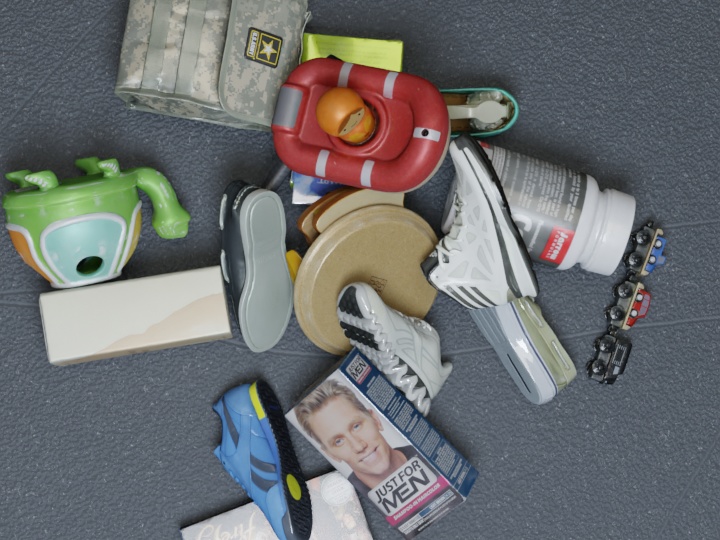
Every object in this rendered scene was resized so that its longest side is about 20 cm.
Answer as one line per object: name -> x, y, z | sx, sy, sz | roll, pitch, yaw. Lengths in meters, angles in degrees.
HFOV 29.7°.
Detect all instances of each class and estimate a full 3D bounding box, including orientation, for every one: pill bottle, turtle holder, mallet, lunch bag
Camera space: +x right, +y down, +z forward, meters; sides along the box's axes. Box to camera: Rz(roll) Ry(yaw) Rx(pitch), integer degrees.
pill bottle -> 0.202, -0.067, 1.541 | 0.200, 0.114, 0.114 | 17, 83, -2
turtle holder -> -0.300, -0.057, 1.506 | 0.185, 0.141, 0.132 | -18, 103, -45
mallet -> -0.071, -0.155, 1.527 | 0.066, 0.041, 0.200 | 43, 89, 4
lunch bag -> -0.162, -0.251, 1.530 | 0.200, 0.118, 0.164 | 9, 85, 0

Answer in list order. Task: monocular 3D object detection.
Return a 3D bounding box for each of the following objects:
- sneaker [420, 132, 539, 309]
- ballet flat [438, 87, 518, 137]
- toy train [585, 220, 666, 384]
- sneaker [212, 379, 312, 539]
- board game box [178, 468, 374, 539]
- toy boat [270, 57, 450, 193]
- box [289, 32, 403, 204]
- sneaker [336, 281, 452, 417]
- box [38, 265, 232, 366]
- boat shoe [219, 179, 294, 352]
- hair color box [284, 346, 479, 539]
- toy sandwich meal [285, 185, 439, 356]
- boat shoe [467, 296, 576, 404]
sneaker -> 0.108, -0.041, 1.456 | 0.115, 0.076, 0.201 | -20, 111, 10
ballet flat -> 0.094, -0.180, 1.538 | 0.200, 0.070, 0.067 | -8, 90, -25
toy train -> 0.314, 0.038, 1.578 | 0.046, 0.034, 0.200 | 21, 83, -5
sneaker -> -0.111, 0.221, 1.494 | 0.078, 0.066, 0.200 | -27, 63, 13
board game box -> -0.086, 0.316, 1.516 | 0.200, 0.035, 0.136 | -21, 86, -6
toy boat -> -0.007, -0.158, 1.426 | 0.200, 0.131, 0.131 | 13, 89, 17
box -> -0.016, -0.169, 1.569 | 0.122, 0.048, 0.200 | 4, 84, -3
sneaker -> 0.039, 0.075, 1.502 | 0.081, 0.075, 0.200 | -45, 131, -17
box -> -0.246, 0.051, 1.506 | 0.200, 0.095, 0.078 | -10, 85, -4
boat shoe -> -0.119, -0.006, 1.516 | 0.076, 0.060, 0.200 | -16, 121, -37
hair color box -> 0.023, 0.193, 1.495 | 0.200, 0.061, 0.100 | 46, 121, -2
toy sandwich meal -> 0.000, 0.000, 1.523 | 0.205, 0.070, 0.205 | -12, 119, -23
boat shoe -> 0.176, 0.056, 1.556 | 0.062, 0.072, 0.200 | -31, 95, -23
